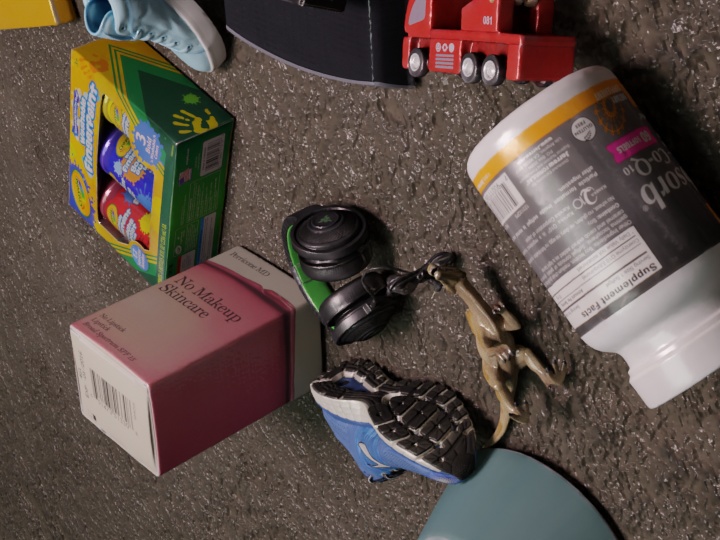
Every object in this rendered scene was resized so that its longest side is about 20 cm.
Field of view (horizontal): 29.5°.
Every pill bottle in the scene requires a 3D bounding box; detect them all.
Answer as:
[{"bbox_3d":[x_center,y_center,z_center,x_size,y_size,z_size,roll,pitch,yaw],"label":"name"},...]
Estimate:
[{"bbox_3d":[0.166,-0.020,0.874,0.200,0.116,0.116,55,145,8],"label":"pill bottle"}]

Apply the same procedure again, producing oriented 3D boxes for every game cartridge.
[{"bbox_3d":[-0.373,-0.352,1.422,0.176,0.032,0.201,9,118,49],"label":"game cartridge"}]

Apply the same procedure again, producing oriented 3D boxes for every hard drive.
[{"bbox_3d":[-0.041,-0.219,1.069,0.200,0.042,0.135,27,133,40],"label":"hard drive"}]

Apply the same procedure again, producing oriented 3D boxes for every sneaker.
[{"bbox_3d":[0.037,0.145,1.201,0.200,0.078,0.089,23,138,54],"label":"sneaker"},{"bbox_3d":[-0.196,-0.222,1.167,0.074,0.082,0.200,30,168,45],"label":"sneaker"}]

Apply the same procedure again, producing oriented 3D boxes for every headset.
[{"bbox_3d":[0.000,0.000,1.162,0.200,0.094,0.124,12,127,66],"label":"headset"}]

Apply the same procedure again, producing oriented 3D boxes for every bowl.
[{"bbox_3d":[0.118,0.260,1.129,0.201,0.105,0.201,31,137,33],"label":"bowl"}]

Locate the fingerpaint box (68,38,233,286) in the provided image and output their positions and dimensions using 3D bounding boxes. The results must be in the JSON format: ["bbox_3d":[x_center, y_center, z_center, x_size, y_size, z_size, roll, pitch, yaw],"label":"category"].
[{"bbox_3d":[-0.211,-0.104,1.339,0.167,0.073,0.200,42,140,27],"label":"fingerpaint box"}]

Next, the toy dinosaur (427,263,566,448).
[{"bbox_3d":[0.113,0.073,1.076,0.101,0.058,0.200,41,156,54],"label":"toy dinosaur"}]

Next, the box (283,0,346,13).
[{"bbox_3d":[-0.075,-0.290,1.012,0.200,0.044,0.161,26,108,41],"label":"box"}]

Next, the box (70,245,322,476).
[{"bbox_3d":[-0.149,0.079,1.272,0.128,0.200,0.109,30,134,38],"label":"box"}]

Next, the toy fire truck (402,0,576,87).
[{"bbox_3d":[0.097,-0.192,0.890,0.200,0.049,0.142,21,111,58],"label":"toy fire truck"}]
